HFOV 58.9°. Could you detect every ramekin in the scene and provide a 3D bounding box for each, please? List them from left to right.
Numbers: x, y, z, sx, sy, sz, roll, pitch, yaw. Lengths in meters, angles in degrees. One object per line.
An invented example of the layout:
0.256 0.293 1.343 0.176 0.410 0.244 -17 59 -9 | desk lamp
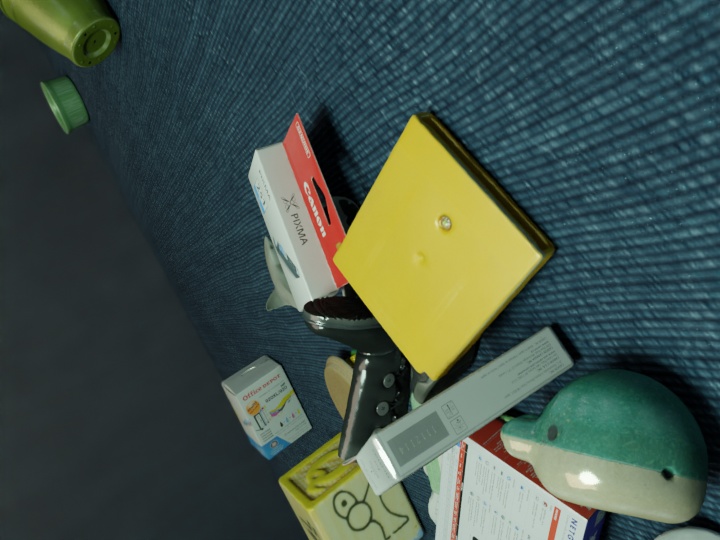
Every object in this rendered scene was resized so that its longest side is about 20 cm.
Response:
-1.110 -0.630 2.404 0.200 0.097 0.202 46 154 30 | ramekin

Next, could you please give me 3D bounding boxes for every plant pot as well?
-0.631 -0.555 1.379 0.193 0.200 0.201 44 156 4 | plant pot

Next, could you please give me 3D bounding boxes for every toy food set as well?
0.004 0.235 1.125 0.203 0.048 0.198 59 158 4 | toy food set

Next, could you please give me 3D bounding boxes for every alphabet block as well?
-0.020 0.473 1.280 0.195 0.193 0.204 -2 116 63 | alphabet block

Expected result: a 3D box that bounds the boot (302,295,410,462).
-0.006 0.138 0.784 0.066 0.161 0.205 -137 53 -58 | boot

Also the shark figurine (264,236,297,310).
-0.121 0.050 1.122 0.214 0.088 0.130 43 154 40 | shark figurine

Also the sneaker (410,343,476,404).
0.076 0.065 0.732 0.114 0.075 0.202 47 151 32 | sneaker

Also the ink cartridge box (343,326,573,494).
0.086 0.143 0.614 0.045 0.197 0.177 57 159 17 | ink cartridge box

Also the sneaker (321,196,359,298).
0.000 0.000 0.842 0.083 0.079 0.205 158 92 -82 | sneaker

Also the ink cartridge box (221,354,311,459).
-0.250 0.357 1.690 0.144 0.146 0.204 8 126 62 | ink cartridge box

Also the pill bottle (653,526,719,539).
0.272 0.316 0.562 0.111 0.110 0.203 44 153 32 | pill bottle

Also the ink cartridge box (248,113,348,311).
-0.077 -0.062 0.789 0.204 0.044 0.176 68 160 5 | ink cartridge box

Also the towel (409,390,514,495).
0.147 0.231 0.769 0.198 0.023 0.156 3 111 51 | towel

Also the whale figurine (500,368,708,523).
0.191 0.134 0.529 0.200 0.155 0.107 152 131 -78 | whale figurine

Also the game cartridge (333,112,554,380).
0.067 -0.015 0.615 0.177 0.032 0.201 52 136 20 | game cartridge

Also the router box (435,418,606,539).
0.168 0.280 0.709 0.178 0.048 0.205 29 130 40 | router box

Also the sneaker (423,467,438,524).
0.145 0.319 0.890 0.099 0.077 0.204 23 139 50 | sneaker
